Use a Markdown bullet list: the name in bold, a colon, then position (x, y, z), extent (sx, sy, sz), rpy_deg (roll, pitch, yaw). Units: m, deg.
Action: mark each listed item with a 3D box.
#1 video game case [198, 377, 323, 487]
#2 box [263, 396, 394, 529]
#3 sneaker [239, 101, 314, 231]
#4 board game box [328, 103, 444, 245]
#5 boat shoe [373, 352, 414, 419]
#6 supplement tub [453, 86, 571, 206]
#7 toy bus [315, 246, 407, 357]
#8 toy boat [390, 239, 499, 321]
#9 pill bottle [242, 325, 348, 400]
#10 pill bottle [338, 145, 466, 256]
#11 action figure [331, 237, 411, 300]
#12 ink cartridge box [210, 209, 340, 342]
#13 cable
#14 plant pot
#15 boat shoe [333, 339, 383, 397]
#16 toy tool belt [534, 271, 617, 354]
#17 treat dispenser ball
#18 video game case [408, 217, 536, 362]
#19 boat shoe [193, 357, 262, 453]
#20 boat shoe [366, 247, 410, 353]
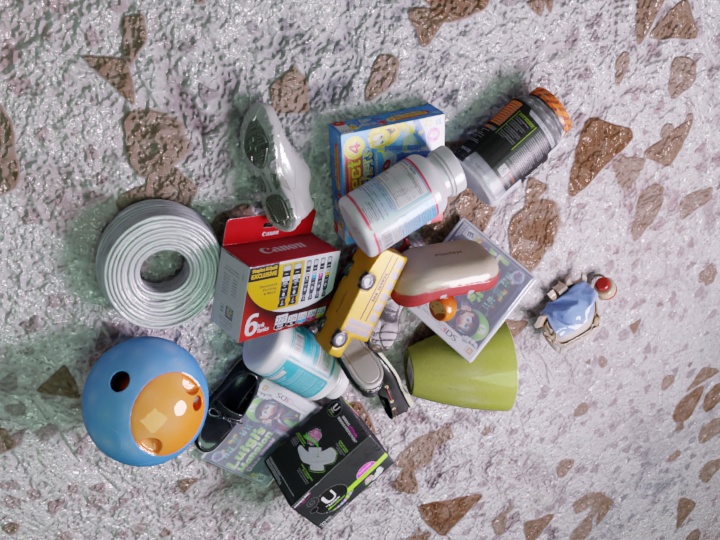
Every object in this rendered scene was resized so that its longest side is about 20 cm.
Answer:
- **video game case**: position (-0.186, 0.315, 1.450), extent (0.181, 0.023, 0.201), rpy_deg (36, 97, -37)
- **box**: position (-0.059, 0.375, 1.467), extent (0.199, 0.124, 0.149), rpy_deg (-40, 140, -4)
- **sneaker**: position (-0.127, -0.171, 1.188), extent (0.099, 0.076, 0.204), rpy_deg (-39, 121, -50)
- **board game box**: position (0.048, -0.164, 1.282), extent (0.192, 0.056, 0.204), rpy_deg (-15, 123, -20)
- **boat shoe**: position (0.045, 0.220, 1.484), extent (0.062, 0.074, 0.203), rpy_deg (-34, 128, -9)
- **supplement tub**: position (0.269, -0.221, 1.324), extent (0.199, 0.123, 0.123), rpy_deg (-41, 127, 0)
- **toy bus**: position (-0.002, 0.049, 1.276), extent (0.077, 0.065, 0.203), rpy_deg (20, 100, -37)
- **toy boat**: position (0.146, 0.030, 1.332), extent (0.195, 0.131, 0.134), rpy_deg (-9, 118, -14)
- **pill bottle**: position (-0.109, 0.164, 1.350), extent (0.199, 0.111, 0.111), rpy_deg (36, 98, -36)
- **pill bottle**: position (0.070, -0.118, 1.216), extent (0.198, 0.109, 0.110), rpy_deg (-32, 127, -8)
- **action figure**: position (0.000, 0.000, 1.346), extent (0.200, 0.065, 0.052), rpy_deg (-44, 150, 0)
- **ink cartridge box**: position (-0.134, 0.003, 1.226), extent (0.198, 0.083, 0.179), rpy_deg (-13, 124, -45)
- **cable**: position (-0.314, -0.007, 1.174), extent (0.200, 0.069, 0.199), rpy_deg (-47, 127, 4)
- **plant pot**: position (0.191, 0.194, 1.496), extent (0.195, 0.188, 0.191), rpy_deg (-3, 120, -9)
- **boat shoe**: position (-0.019, 0.136, 1.341), extent (0.073, 0.201, 0.061), rpy_deg (-24, 149, -19)
- **toy tool belt**: position (0.457, 0.072, 1.588), extent (0.200, 0.125, 0.123), rpy_deg (-45, 136, 1)
- **treat dispenser ball**: position (-0.342, 0.209, 1.197), extent (0.197, 0.201, 0.205), rpy_deg (-12, 122, -20)
- **video game case**: position (0.200, 0.036, 1.408), extent (0.201, 0.181, 0.023), rpy_deg (-52, 170, 7)
- **boat shoe**: position (-0.242, 0.248, 1.349), extent (0.074, 0.062, 0.202), rpy_deg (32, 98, -19)
- **boat shoe**: position (0.048, 0.051, 1.394), extent (0.075, 0.074, 0.204), rpy_deg (26, 83, -20)
